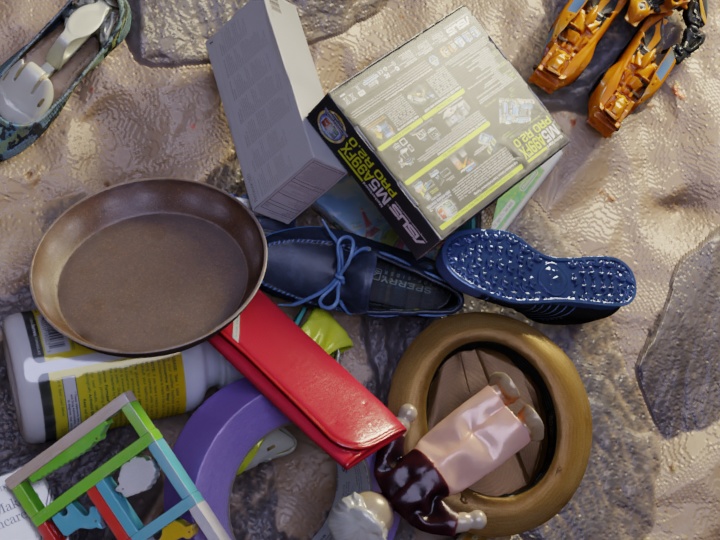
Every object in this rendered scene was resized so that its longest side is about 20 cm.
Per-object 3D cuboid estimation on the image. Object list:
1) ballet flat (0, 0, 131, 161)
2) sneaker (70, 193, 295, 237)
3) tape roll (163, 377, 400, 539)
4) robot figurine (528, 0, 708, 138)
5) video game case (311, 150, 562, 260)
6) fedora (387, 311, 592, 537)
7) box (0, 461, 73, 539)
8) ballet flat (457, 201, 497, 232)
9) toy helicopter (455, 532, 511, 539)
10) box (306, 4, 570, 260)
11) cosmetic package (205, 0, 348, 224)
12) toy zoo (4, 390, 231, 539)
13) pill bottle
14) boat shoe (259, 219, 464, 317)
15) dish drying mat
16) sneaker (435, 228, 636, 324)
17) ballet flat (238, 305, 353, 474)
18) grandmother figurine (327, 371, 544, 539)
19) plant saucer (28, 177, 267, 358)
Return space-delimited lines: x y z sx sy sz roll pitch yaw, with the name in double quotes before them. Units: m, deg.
"ballet flat" -0.281 -0.185 1.666 0.074 0.074 0.200 36 72 -1
"sneaker" -0.156 -0.022 1.657 0.199 0.077 0.086 -2 86 -5
"tape roll" -0.064 0.189 1.579 0.199 0.066 0.201 -4 98 -28
"robot figurine" 0.257 -0.234 1.798 0.145 0.058 0.200 36 72 -3
"video game case" 0.064 -0.093 1.741 0.182 0.022 0.200 39 72 0
"fedora" 0.109 0.140 1.660 0.199 0.082 0.202 3 76 -12
"box" -0.267 0.267 1.553 0.082 0.068 0.201 -24 83 -17
"ballet flat" 0.098 -0.114 1.710 0.065 0.070 0.201 -10 81 -30
"toy helicopter" 0.089 0.264 1.594 0.132 0.079 0.200 20 34 18
"box" 0.071 -0.125 1.633 0.200 0.044 0.160 -38 89 -38
"cosmetic package" -0.076 -0.147 1.654 0.051 0.082 0.201 22 41 -44
"toy zoo" -0.183 0.216 1.506 0.131 0.020 0.200 -35 85 13
"pill bottle" -0.200 0.076 1.593 0.199 0.112 0.113 -10 78 -14
"boat shoe" 0.000 0.000 1.640 0.199 0.069 0.085 3 101 -18
"dish drying mat" -0.055 0.081 1.536 0.200 0.018 0.077 41 44 22
"sneaker" 0.149 0.014 1.683 0.199 0.078 0.070 12 65 -23
"ballet flat" -0.073 0.122 1.635 0.067 0.067 0.200 36 70 -4
"grandmother figurine" 0.061 0.173 1.570 0.200 0.061 0.121 -32 65 -14
"plant saucer" -0.176 0.003 1.553 0.199 0.035 0.201 -2 46 2
